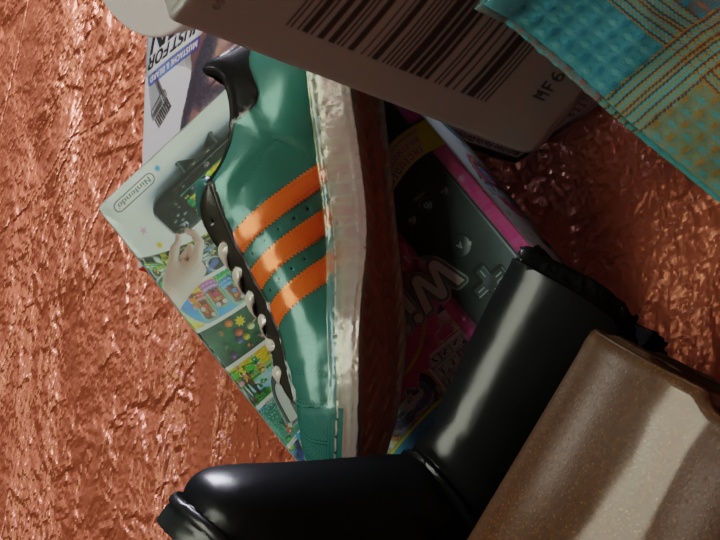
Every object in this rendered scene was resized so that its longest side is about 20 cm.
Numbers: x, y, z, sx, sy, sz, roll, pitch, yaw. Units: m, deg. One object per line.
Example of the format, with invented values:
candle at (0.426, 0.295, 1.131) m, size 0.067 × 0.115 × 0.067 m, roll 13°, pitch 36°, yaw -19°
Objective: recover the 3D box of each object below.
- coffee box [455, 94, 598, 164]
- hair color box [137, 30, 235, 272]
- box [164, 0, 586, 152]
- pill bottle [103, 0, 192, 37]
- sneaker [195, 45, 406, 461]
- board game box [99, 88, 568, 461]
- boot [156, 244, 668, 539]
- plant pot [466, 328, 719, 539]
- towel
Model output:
coffee box at (0.100, -0.151, 1.107) m, size 0.200 × 0.079 × 0.115 m, roll -34°, pitch 50°, yaw 46°
hair color box at (-0.075, -0.103, 1.375) m, size 0.111 × 0.064 × 0.202 m, roll -29°, pitch 55°, yaw 48°
box at (0.034, -0.194, 0.968) m, size 0.200 × 0.198 × 0.172 m, roll -49°, pitch 41°, yaw 30°
pill bottle at (-0.041, -0.180, 1.205) m, size 0.111 × 0.199 × 0.112 m, roll 18°, pitch 118°, yaw 37°
sneaker at (-0.028, -0.006, 1.024) m, size 0.079 × 0.071 × 0.202 m, roll -7°, pitch 79°, yaw 17°
board game box at (0.000, 0.000, 1.082) m, size 0.147 × 0.064 × 0.200 m, roll -42°, pitch 77°, yaw 8°
boot at (0.028, 0.063, 0.941) m, size 0.076 × 0.200 × 0.169 m, roll 34°, pitch 97°, yaw 45°
plant pot at (0.110, 0.142, 0.880) m, size 0.200 × 0.199 × 0.199 m, roll 32°, pitch 97°, yaw 57°
towel at (0.158, -0.083, 0.894) m, size 0.147 × 0.200 × 0.022 m, roll -40°, pitch 17°, yaw 43°
